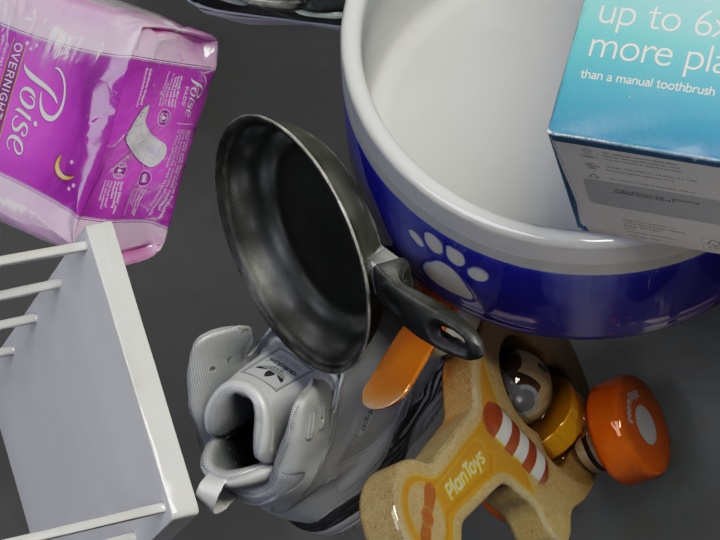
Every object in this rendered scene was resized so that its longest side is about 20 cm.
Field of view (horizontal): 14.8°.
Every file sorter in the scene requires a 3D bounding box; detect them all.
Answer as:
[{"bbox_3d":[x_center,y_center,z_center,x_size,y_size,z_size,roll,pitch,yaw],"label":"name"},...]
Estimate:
[{"bbox_3d":[-0.177,0.087,1.274,0.200,0.124,0.139,-46,59,60],"label":"file sorter"}]

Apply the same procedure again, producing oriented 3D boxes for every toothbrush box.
[{"bbox_3d":[0.168,-0.108,1.034,0.146,0.085,0.200,11,68,18],"label":"toothbrush box"}]

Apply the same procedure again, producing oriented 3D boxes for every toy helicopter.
[{"bbox_3d":[0.047,0.062,1.142,0.079,0.200,0.133,-20,100,29],"label":"toy helicopter"}]

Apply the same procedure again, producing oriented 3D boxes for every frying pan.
[{"bbox_3d":[-0.007,-0.016,1.121,0.190,0.031,0.115,-11,101,62],"label":"frying pan"}]

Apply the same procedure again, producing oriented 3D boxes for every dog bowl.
[{"bbox_3d":[0.092,-0.074,1.138,0.199,0.079,0.201,0,58,1],"label":"dog bowl"}]

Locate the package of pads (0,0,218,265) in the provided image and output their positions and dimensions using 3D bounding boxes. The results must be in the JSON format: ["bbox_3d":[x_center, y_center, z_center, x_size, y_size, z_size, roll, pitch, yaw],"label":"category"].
[{"bbox_3d":[-0.175,-0.089,1.370,0.200,0.076,0.121,23,101,31],"label":"package of pads"}]

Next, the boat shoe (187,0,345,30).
[{"bbox_3d":[-0.010,-0.141,1.272,0.200,0.071,0.072,-3,84,31],"label":"boat shoe"}]

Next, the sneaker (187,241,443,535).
[{"bbox_3d":[-0.005,0.028,1.230,0.075,0.115,0.200,32,103,29],"label":"sneaker"}]
